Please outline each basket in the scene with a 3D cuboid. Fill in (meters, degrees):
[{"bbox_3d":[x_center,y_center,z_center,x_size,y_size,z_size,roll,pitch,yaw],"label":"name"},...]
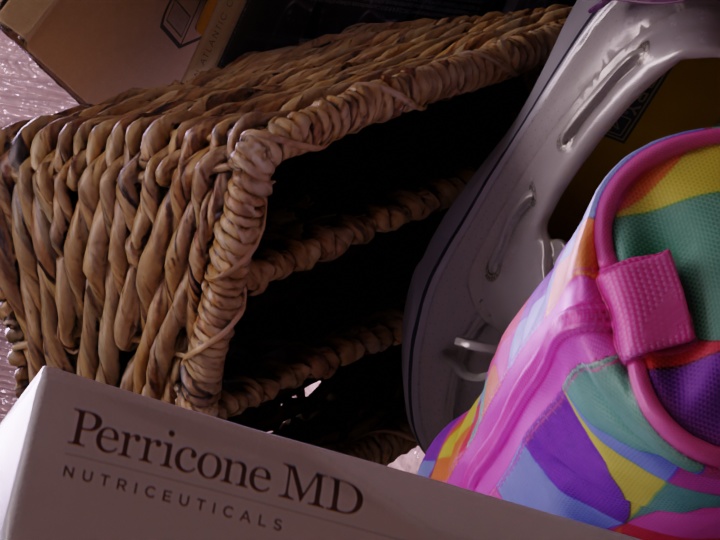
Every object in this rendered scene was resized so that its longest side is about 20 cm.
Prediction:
[{"bbox_3d":[0.000,0.000,0.823,0.149,0.200,0.143,0,105,45],"label":"basket"}]

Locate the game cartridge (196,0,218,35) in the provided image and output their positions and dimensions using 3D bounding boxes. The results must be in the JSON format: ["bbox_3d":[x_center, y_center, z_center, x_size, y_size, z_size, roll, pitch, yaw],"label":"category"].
[{"bbox_3d":[0.031,-0.174,0.957,0.176,0.032,0.200,-15,-42,-60],"label":"game cartridge"}]

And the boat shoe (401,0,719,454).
[{"bbox_3d":[0.068,0.005,0.739,0.086,0.074,0.202,-92,25,-52],"label":"boat shoe"}]

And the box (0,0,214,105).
[{"bbox_3d":[-0.040,-0.138,0.928,0.200,0.021,0.163,-54,-21,-4],"label":"box"}]

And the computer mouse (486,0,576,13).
[{"bbox_3d":[0.065,-0.069,0.981,0.139,0.053,0.200,-102,36,-80],"label":"computer mouse"}]

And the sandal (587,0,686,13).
[{"bbox_3d":[0.061,-0.098,0.691,0.082,0.202,0.050,-45,-51,-27],"label":"sandal"}]

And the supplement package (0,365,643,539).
[{"bbox_3d":[-0.013,0.157,0.512,0.147,0.191,0.200,134,149,-58],"label":"supplement package"}]

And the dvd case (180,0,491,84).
[{"bbox_3d":[-0.029,-0.039,0.952,0.149,0.016,0.200,-1,-58,-55],"label":"dvd case"}]

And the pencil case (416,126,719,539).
[{"bbox_3d":[0.065,0.040,0.604,0.200,0.088,0.089,116,165,-63],"label":"pencil case"}]
